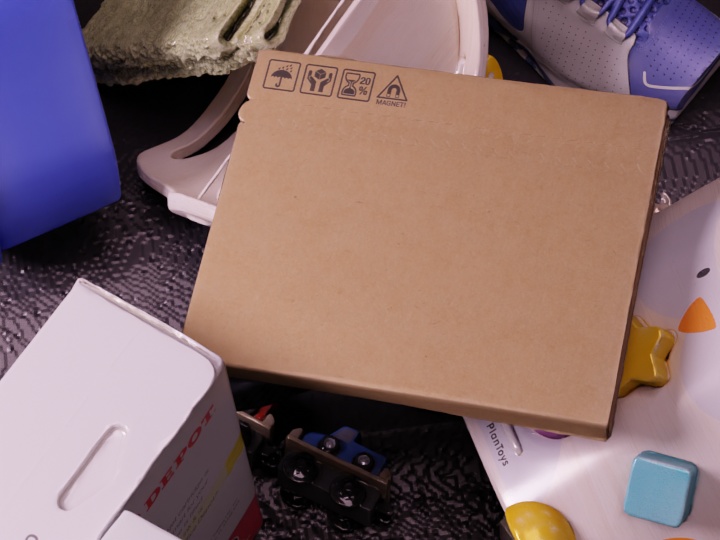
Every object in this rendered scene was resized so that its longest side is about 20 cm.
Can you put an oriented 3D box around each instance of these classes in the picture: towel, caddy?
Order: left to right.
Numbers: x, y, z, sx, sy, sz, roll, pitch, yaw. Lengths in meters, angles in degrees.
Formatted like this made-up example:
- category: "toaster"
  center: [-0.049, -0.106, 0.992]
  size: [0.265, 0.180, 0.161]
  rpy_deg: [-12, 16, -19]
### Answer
- category: "caddy"
  center: [-0.200, -0.103, 1.096]
  size: [0.104, 0.201, 0.141]
  rpy_deg: [-19, 22, -12]
- category: "towel"
  center: [-0.074, -0.160, 1.142]
  size: [0.199, 0.036, 0.149]
  rpy_deg: [1, 52, 54]

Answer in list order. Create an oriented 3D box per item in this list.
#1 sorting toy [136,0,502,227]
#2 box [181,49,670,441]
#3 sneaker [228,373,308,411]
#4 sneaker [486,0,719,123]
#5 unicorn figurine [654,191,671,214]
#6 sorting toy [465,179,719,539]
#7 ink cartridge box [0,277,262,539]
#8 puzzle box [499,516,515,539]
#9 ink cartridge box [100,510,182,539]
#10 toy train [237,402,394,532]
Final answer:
- category: "sorting toy"
  center: [-0.037, -0.088, 1.114]
  size: [0.179, 0.107, 0.201]
  rpy_deg: [15, 65, 50]
- category: "box"
  center: [0.030, -0.016, 0.960]
  size: [0.198, 0.021, 0.165]
  rpy_deg: [8, 67, 13]
- category: "sneaker"
  center: [0.000, 0.000, 1.017]
  size: [0.199, 0.066, 0.079]
  rpy_deg: [-28, 83, -19]
- category: "sneaker"
  center: [0.107, -0.165, 1.155]
  size: [0.199, 0.115, 0.081]
  rpy_deg: [31, 68, 17]
- category: "unicorn figurine"
  center: [0.204, 0.025, 1.057]
  size: [0.198, 0.074, 0.138]
  rpy_deg: [12, 43, 3]
- category: "sorting toy"
  center: [0.144, 0.044, 0.972]
  size: [0.180, 0.107, 0.201]
  rpy_deg: [-39, 53, 21]
- category: "ink cartridge box"
  center: [-0.122, 0.118, 0.969]
  size: [0.083, 0.200, 0.146]
  rpy_deg: [28, 67, 16]
- category: "puzzle box"
  center: [0.186, 0.128, 1.049]
  size: [0.199, 0.025, 0.133]
  rpy_deg: [-30, 64, -13]
- category: "ink cartridge box"
  center: [-0.083, 0.232, 0.844]
  size: [0.145, 0.145, 0.200]
  rpy_deg: [25, 60, 25]
- category: "toy train"
  center: [-0.066, 0.076, 1.085]
  size: [0.199, 0.034, 0.046]
  rpy_deg: [26, 54, 15]
